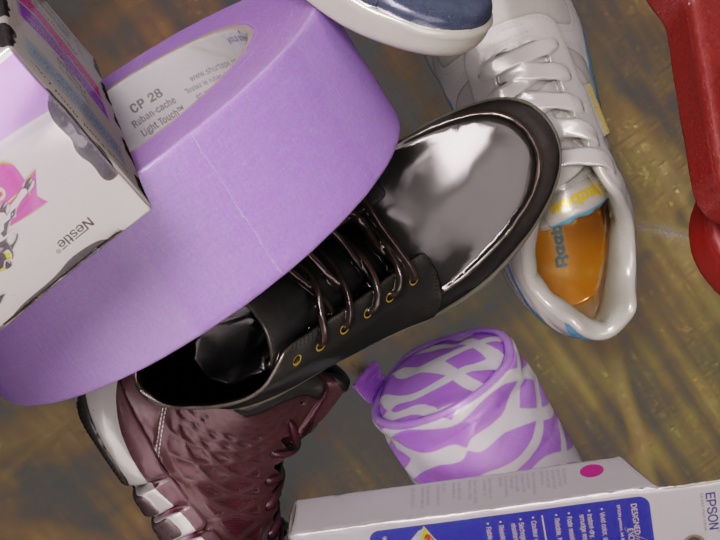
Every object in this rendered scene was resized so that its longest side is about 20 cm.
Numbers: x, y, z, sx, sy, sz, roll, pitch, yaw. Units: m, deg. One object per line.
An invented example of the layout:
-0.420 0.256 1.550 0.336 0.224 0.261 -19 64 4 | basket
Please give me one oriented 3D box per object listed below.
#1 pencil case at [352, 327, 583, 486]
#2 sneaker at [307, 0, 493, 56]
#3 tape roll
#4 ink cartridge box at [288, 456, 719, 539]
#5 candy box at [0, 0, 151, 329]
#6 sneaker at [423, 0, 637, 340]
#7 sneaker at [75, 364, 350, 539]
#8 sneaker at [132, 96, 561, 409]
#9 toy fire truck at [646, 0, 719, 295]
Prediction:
0.078 0.125 0.824 0.084 0.085 0.201 -44 116 -40 | pencil case
-0.011 -0.173 0.638 0.200 0.075 0.085 49 132 14 | sneaker
-0.084 -0.034 0.676 0.200 0.200 0.066 -33 110 0 | tape roll
0.073 0.140 0.764 0.199 0.037 0.095 -7 115 9 | ink cartridge box
-0.170 -0.026 0.590 0.168 0.200 0.072 -38 115 1 | candy box
0.084 -0.063 0.762 0.076 0.081 0.201 -23 112 -4 | sneaker
-0.041 0.103 0.795 0.115 0.076 0.201 -32 109 -4 | sneaker
0.000 0.000 0.691 0.200 0.106 0.075 -37 88 8 | sneaker
0.224 -0.078 0.707 0.199 0.112 0.169 0 71 -14 | toy fire truck
